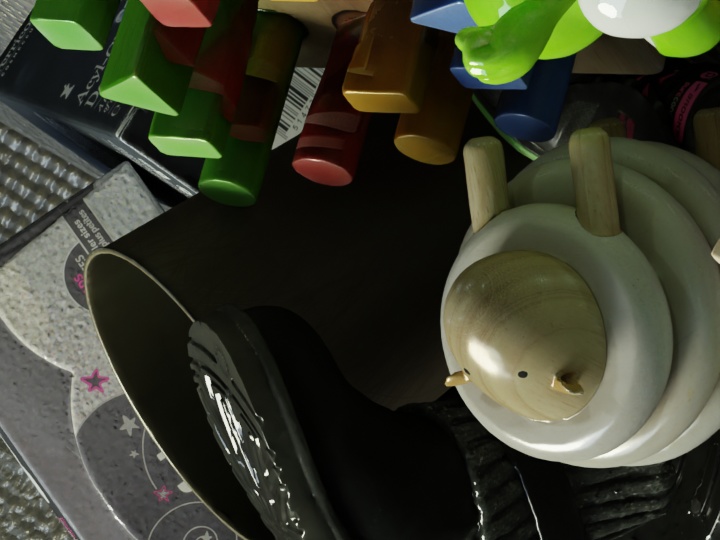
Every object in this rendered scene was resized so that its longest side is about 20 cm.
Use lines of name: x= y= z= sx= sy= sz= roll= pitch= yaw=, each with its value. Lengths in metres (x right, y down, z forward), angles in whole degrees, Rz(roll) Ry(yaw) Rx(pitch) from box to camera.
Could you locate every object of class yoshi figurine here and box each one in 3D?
yoshi figurine: x=0.053 y=-0.120 z=0.962 sx=0.112 sy=0.112 sz=0.200 roll=37 pitch=180 yaw=36

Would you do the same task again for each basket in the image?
basket: x=0.000 y=0.000 z=1.272 sx=0.136 sy=0.200 sz=0.180 roll=38 pitch=156 yaw=33

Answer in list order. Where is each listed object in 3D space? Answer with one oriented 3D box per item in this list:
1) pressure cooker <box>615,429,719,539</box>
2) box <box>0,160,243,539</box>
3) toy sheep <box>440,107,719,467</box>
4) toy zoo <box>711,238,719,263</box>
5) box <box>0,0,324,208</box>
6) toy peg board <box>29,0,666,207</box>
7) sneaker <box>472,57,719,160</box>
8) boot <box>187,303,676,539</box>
pressure cooker: x=0.201 y=0.077 z=1.354 sx=0.200 sy=0.176 sz=0.179 roll=8 pitch=-177 yaw=-31
box: x=-0.113 y=0.063 z=1.454 sx=0.200 sy=0.132 sz=0.115 roll=55 pitch=173 yaw=-3
toy sheep: x=0.100 y=0.008 z=1.107 sx=0.138 sy=0.138 sz=0.200 roll=28 pitch=-155 yaw=34
toy zoo: x=0.204 y=0.047 z=0.991 sx=0.131 sy=0.020 sz=0.200 roll=29 pitch=174 yaw=31
box: x=-0.082 y=-0.114 z=1.478 sx=0.107 sy=0.148 sz=0.200 roll=36 pitch=173 yaw=-27
toy peg board: x=-0.013 y=-0.098 z=1.122 sx=0.199 sy=0.098 sz=0.200 roll=4 pitch=157 yaw=29
sneaker: x=0.132 y=-0.066 z=1.204 sx=0.200 sy=0.077 sz=0.084 roll=27 pitch=157 yaw=14
boot: x=0.031 y=0.059 z=1.167 sx=0.079 sy=0.158 sz=0.211 roll=41 pitch=162 yaw=48
